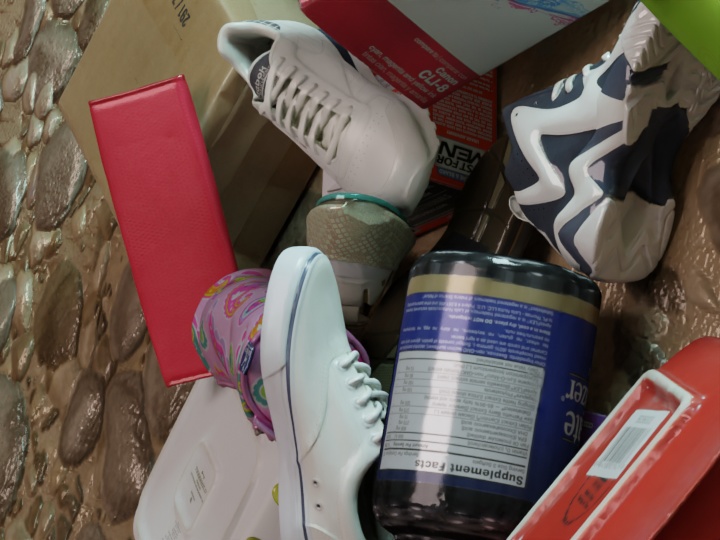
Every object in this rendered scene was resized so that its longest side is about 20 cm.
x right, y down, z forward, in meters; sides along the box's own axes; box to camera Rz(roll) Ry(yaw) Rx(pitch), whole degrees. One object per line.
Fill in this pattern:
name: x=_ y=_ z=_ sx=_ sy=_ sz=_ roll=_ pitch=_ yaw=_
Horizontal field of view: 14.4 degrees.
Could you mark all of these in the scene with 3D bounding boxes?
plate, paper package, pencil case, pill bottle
plate: x=-0.099 y=0.149 z=1.920 sx=0.200 sy=0.032 sz=0.200 roll=-63 pitch=28 yaw=20
paper package: x=-0.107 y=-0.125 z=1.996 sx=0.191 sy=0.103 sz=0.200 roll=-59 pitch=36 yaw=22
pencil case: x=-0.054 y=0.053 z=1.782 sx=0.200 sy=0.087 sz=0.088 roll=-141 pitch=68 yaw=-75
pill bottle: x=0.067 y=0.096 z=1.595 sx=0.112 sy=0.112 sz=0.201 roll=-4 pitch=74 yaw=56

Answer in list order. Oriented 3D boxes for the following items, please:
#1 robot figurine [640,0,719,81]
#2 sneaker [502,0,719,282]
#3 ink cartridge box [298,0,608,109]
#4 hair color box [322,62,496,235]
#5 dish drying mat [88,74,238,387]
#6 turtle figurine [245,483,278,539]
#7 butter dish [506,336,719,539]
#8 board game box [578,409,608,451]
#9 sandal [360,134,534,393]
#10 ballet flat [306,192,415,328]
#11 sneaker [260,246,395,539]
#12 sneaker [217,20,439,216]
robot figurine: x=0.205 y=-0.168 z=1.505 sx=0.200 sy=0.175 sz=0.116 roll=50 pitch=139 yaw=26
sneaker: x=0.138 y=-0.103 z=1.642 sx=0.130 sy=0.079 sz=0.200 roll=29 pitch=112 yaw=48
ink cartridge box: x=0.068 y=-0.224 z=1.684 sx=0.200 sy=0.145 sz=0.146 roll=-29 pitch=52 yaw=22
hair color box: x=0.032 y=-0.129 z=1.827 sx=0.111 sy=0.064 sz=0.201 roll=-22 pitch=59 yaw=49
dish drying mat: x=-0.123 y=-0.026 z=1.906 sx=0.077 sy=0.018 sz=0.201 roll=-13 pitch=93 yaw=25
turtle figurine: x=-0.002 y=0.173 z=1.738 sx=0.161 sy=0.064 sz=0.200 roll=19 pitch=89 yaw=56
butter dish: x=0.171 y=0.150 z=1.446 sx=0.200 sy=0.148 sz=0.200 roll=-51 pitch=5 yaw=1
board game box: x=0.121 y=0.139 z=1.622 sx=0.200 sy=0.032 sz=0.120 roll=14 pitch=92 yaw=57
sandal: x=0.068 y=0.007 z=1.736 sx=0.082 sy=0.055 sz=0.200 roll=29 pitch=88 yaw=53
ballet flat: x=0.000 y=0.000 z=1.766 sx=0.200 sy=0.067 sz=0.063 roll=74 pitch=-157 yaw=-80
sneaker: x=-0.010 y=0.084 z=1.647 sx=0.071 sy=0.073 sz=0.201 roll=-1 pitch=102 yaw=24
sneaker: x=-0.022 y=-0.096 z=1.766 sx=0.200 sy=0.080 sz=0.077 roll=45 pitch=113 yaw=50
